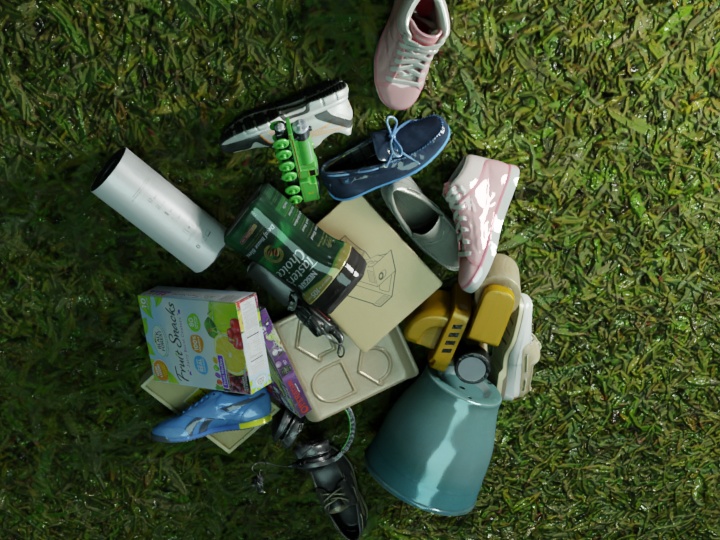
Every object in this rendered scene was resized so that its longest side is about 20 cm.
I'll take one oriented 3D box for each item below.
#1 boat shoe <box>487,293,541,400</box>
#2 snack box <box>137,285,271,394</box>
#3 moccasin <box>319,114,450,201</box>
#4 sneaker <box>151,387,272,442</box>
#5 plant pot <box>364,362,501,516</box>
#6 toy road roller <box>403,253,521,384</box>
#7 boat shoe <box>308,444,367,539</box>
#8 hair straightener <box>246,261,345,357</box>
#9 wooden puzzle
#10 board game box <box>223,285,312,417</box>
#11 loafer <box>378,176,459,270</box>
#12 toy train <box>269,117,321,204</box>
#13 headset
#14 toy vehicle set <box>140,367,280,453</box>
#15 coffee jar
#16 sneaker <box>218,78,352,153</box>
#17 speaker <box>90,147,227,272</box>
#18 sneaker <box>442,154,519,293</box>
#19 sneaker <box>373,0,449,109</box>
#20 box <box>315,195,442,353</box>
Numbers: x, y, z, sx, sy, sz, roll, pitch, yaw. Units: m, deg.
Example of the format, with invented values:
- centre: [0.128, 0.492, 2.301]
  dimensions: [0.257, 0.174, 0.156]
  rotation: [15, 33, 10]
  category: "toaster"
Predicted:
- centre: [0.253, 0.121, 1.747]
  dimensions: [0.068, 0.075, 0.202]
  rotation: [-1, 124, -15]
  category: "boat shoe"
- centre: [-0.233, 0.101, 1.608]
  dimensions: [0.198, 0.053, 0.144]
  rotation: [4, 109, 35]
  category: "snack box"
- centre: [0.034, -0.164, 1.546]
  dimensions: [0.199, 0.081, 0.068]
  rotation: [-31, 138, 10]
  category: "moccasin"
- centre: [-0.240, 0.221, 1.719]
  dimensions: [0.198, 0.066, 0.079]
  rotation: [-13, 100, 4]
  category: "sneaker"
- centre: [0.130, 0.256, 1.741]
  dimensions: [0.198, 0.200, 0.189]
  rotation: [17, 109, -15]
  category: "plant pot"
- centre: [0.152, 0.064, 1.674]
  dimensions: [0.145, 0.123, 0.201]
  rotation: [19, 116, -4]
  category: "toy road roller"
- centre: [-0.035, 0.381, 1.851]
  dimensions: [0.074, 0.074, 0.201]
  rotation: [-25, 118, 7]
  category: "boat shoe"
- centre: [-0.096, 0.059, 1.624]
  dimensions: [0.041, 0.077, 0.200]
  rotation: [-42, 92, 17]
  category: "hair straightener"
- centre: [-0.030, 0.123, 1.712]
  dimensions: [0.198, 0.046, 0.187]
  rotation: [-23, 111, 4]
  category: "wooden puzzle"
- centre: [-0.147, 0.126, 1.672]
  dimensions: [0.032, 0.120, 0.201]
  rotation: [-32, 120, -17]
  category: "board game box"
- centre: [0.098, -0.066, 1.620]
  dimensions: [0.070, 0.070, 0.200]
  rotation: [-39, 116, 15]
  category: "loafer"
- centre: [-0.087, -0.152, 1.514]
  dimensions: [0.056, 0.042, 0.200]
  rotation: [-11, 156, -2]
  category: "toy train"
- centre: [-0.098, 0.280, 1.758]
  dimensions: [0.200, 0.094, 0.124]
  rotation: [-40, 91, -1]
  category: "headset"
- centre: [-0.241, 0.199, 1.752]
  dimensions: [0.124, 0.027, 0.200]
  rotation: [-40, 116, 15]
  category: "toy vehicle set"
- centre: [-0.092, -0.029, 1.567]
  dimensions: [0.199, 0.086, 0.104]
  rotation: [36, 117, -11]
  category: "coffee jar"
- centre: [-0.102, -0.196, 1.523]
  dimensions: [0.198, 0.074, 0.081]
  rotation: [-18, 122, 4]
  category: "sneaker"
- centre: [-0.287, -0.086, 1.557]
  dimensions: [0.200, 0.081, 0.081]
  rotation: [39, 108, -24]
  category: "speaker"
- centre: [0.156, -0.075, 1.594]
  dimensions: [0.104, 0.075, 0.202]
  rotation: [19, 86, -12]
  category: "sneaker"
- centre: [0.068, -0.299, 1.460]
  dimensions: [0.075, 0.105, 0.202]
  rotation: [7, 120, -12]
  category: "sneaker"
- centre: [0.000, 0.000, 1.637]
  dimensions: [0.163, 0.021, 0.200]
  rotation: [-41, 100, 9]
  category: "box"
